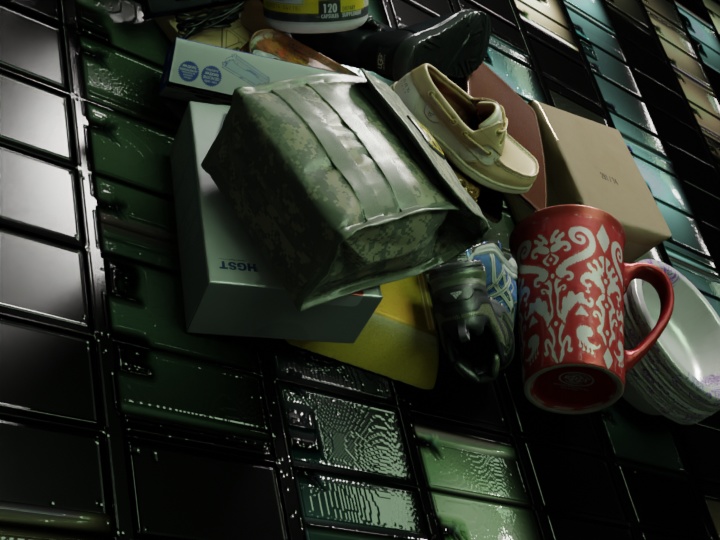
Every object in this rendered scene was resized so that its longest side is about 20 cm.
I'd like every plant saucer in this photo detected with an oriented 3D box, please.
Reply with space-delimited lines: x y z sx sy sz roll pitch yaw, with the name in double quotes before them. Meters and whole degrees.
"plant saucer" 0.000 0.000 1.196 0.200 0.048 0.201 22 43 -37

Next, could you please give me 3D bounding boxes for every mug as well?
"mug" 0.251 0.042 1.344 0.134 0.177 0.201 60 28 -48

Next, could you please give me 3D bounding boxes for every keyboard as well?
"keyboard" -0.145 -0.290 1.224 0.200 0.039 0.105 -30 114 -53

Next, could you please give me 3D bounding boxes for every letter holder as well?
"letter holder" 0.139 -0.138 1.447 0.142 0.100 0.201 34 37 -28

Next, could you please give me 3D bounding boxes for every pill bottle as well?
"pill bottle" -0.048 -0.352 1.256 0.112 0.112 0.201 -38 132 -57

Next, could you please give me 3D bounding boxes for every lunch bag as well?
"lunch bag" 0.001 -0.077 1.013 0.199 0.118 0.164 -17 63 -40

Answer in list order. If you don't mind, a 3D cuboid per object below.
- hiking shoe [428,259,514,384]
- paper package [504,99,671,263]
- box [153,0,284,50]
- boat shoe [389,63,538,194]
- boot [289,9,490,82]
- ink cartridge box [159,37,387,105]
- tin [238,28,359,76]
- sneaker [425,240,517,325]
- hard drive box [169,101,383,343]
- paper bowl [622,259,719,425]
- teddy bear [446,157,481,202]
"hiking shoe" 0.109 0.072 1.202 0.200 0.075 0.101 54 30 -57
"paper package" 0.279 -0.103 1.577 0.199 0.103 0.191 9 52 -45
"box" -0.108 -0.208 1.285 0.200 0.021 0.163 53 34 -1
"boat shoe" 0.120 -0.148 1.278 0.200 0.069 0.074 27 40 -28
"boot" 0.035 -0.269 1.391 0.168 0.077 0.200 23 32 28
"ink cartridge box" -0.084 -0.170 1.148 0.199 0.094 0.044 10 88 -14
"tin" -0.047 -0.178 1.277 0.200 0.042 0.112 23 40 -37
"sneaker" 0.126 0.018 1.279 0.200 0.075 0.077 16 62 -63
"hard drive box" -0.078 -0.042 1.076 0.155 0.077 0.201 5 53 -23
"paper bowl" 0.363 0.094 1.489 0.200 0.104 0.201 30 40 -29
"teddy bear" 0.054 -0.081 1.243 0.145 0.067 0.200 47 22 1
